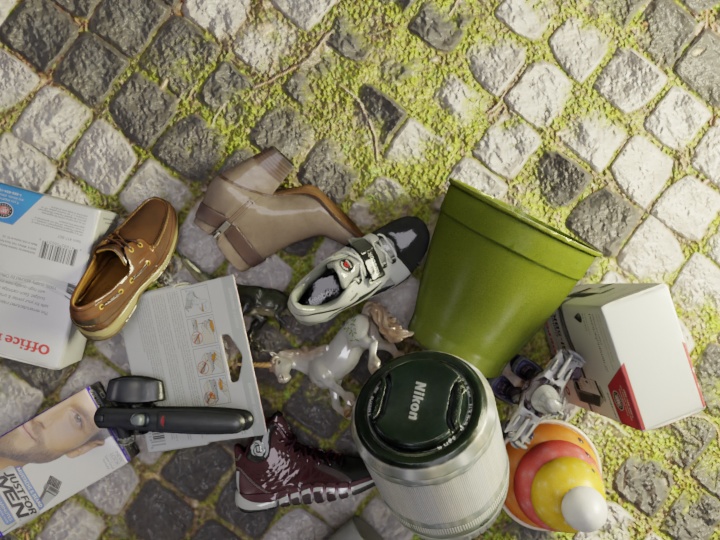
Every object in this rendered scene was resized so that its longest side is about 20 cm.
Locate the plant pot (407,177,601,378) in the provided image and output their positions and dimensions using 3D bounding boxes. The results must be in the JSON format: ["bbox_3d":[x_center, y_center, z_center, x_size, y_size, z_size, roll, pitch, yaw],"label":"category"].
[{"bbox_3d":[0.154,0.017,0.890,0.199,0.200,0.194,26,102,-2],"label":"plant pot"}]

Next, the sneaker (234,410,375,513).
[{"bbox_3d":[-0.069,0.232,0.927,0.199,0.076,0.116,-11,87,-2],"label":"sneaker"}]

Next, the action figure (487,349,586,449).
[{"bbox_3d":[0.209,0.144,0.873,0.130,0.200,0.069,-45,93,0],"label":"action figure"}]

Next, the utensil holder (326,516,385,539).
[{"bbox_3d":[-0.030,0.426,0.883,0.200,0.170,0.170,-44,92,-4],"label":"utensil holder"}]

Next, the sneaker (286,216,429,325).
[{"bbox_3d":[0.000,0.000,0.875,0.200,0.089,0.074,-36,81,-2],"label":"sneaker"}]

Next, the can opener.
[{"bbox_3d":[-0.225,0.173,0.864,0.199,0.063,0.079,4,95,18],"label":"can opener"}]

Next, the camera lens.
[{"bbox_3d":[0.085,0.203,0.837,0.159,0.160,0.201,-23,134,-2],"label":"camera lens"}]

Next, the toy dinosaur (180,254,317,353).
[{"bbox_3d":[-0.148,0.053,0.940,0.199,0.047,0.089,18,85,1],"label":"toy dinosaur"}]

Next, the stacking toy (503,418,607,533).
[{"bbox_3d":[0.247,0.268,0.875,0.145,0.200,0.147,0,91,-2],"label":"stacking toy"}]

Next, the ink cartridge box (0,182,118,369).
[{"bbox_3d":[-0.404,0.005,0.907,0.145,0.084,0.201,15,90,-3],"label":"ink cartridge box"}]

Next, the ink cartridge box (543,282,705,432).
[{"bbox_3d":[0.300,0.095,0.873,0.082,0.200,0.148,-18,90,-7],"label":"ink cartridge box"}]

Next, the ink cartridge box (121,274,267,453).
[{"bbox_3d":[-0.204,0.114,0.908,0.172,0.044,0.201,-12,90,18],"label":"ink cartridge box"}]

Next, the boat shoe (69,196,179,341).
[{"bbox_3d":[-0.285,-0.013,0.887,0.072,0.068,0.201,16,61,14],"label":"boat shoe"}]

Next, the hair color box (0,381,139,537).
[{"bbox_3d":[-0.397,0.239,0.919,0.199,0.065,0.110,-30,91,-3],"label":"hair color box"}]

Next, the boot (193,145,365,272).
[{"bbox_3d":[-0.107,-0.054,0.934,0.200,0.070,0.146,44,97,-6],"label":"boot"}]

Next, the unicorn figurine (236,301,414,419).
[{"bbox_3d":[-0.031,0.116,0.914,0.200,0.074,0.138,-38,58,-2],"label":"unicorn figurine"}]
